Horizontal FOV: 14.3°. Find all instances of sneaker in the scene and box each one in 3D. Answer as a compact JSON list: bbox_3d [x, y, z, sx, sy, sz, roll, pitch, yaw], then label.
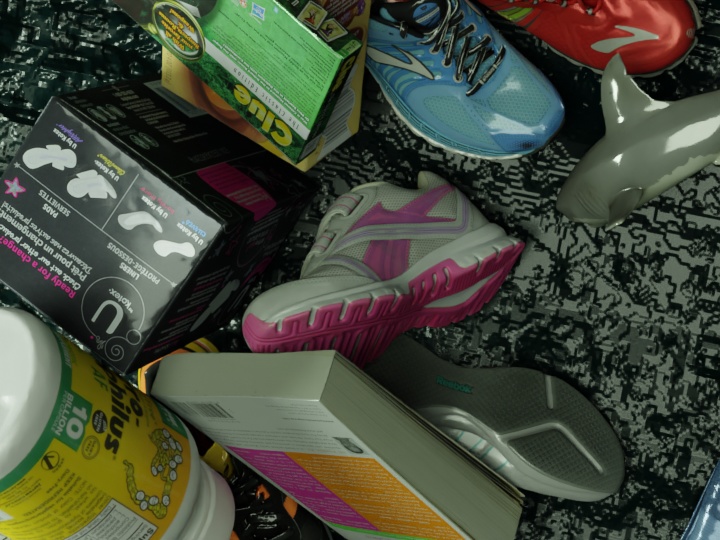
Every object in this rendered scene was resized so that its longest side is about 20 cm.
[{"bbox_3d":[0.102,-0.169,1.692,0.200,0.085,0.077,26,105,10],"label":"sneaker"},{"bbox_3d":[-0.081,0.133,1.779,0.070,0.090,0.200,-30,89,6],"label":"sneaker"},{"bbox_3d":[0.036,-0.136,1.687,0.200,0.090,0.078,35,78,-6],"label":"sneaker"},{"bbox_3d":[0.064,0.096,1.758,0.200,0.071,0.080,20,143,-2],"label":"sneaker"},{"bbox_3d":[0.000,0.000,1.710,0.088,0.200,0.081,50,135,21],"label":"sneaker"}]

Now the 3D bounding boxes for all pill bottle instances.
[{"bbox_3d":[-0.162,0.111,1.652,0.113,0.200,0.113,-20,52,27],"label":"pill bottle"}]

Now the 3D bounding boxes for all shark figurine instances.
[{"bbox_3d":[0.187,-0.097,1.656,0.214,0.128,0.090,-31,92,17],"label":"shark figurine"}]

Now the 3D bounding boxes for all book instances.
[{"bbox_3d":[-0.013,0.110,1.700,0.133,0.200,0.048,-1,60,39],"label":"book"}]

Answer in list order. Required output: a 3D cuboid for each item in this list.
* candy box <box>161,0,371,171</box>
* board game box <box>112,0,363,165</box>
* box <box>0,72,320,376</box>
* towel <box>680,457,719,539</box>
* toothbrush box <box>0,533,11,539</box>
[{"bbox_3d":[-0.053,-0.167,1.648,0.117,0.056,0.200,32,142,23],"label":"candy box"},{"bbox_3d":[-0.090,-0.157,1.630,0.200,0.023,0.105,42,142,10],"label":"board game box"},{"bbox_3d":[-0.130,-0.032,1.714,0.132,0.200,0.115,36,104,7],"label":"box"},{"bbox_3d":[0.245,0.180,1.726,0.111,0.049,0.200,26,103,10],"label":"towel"},{"bbox_3d":[-0.202,0.215,1.770,0.086,0.200,0.146,37,106,7],"label":"toothbrush box"}]
